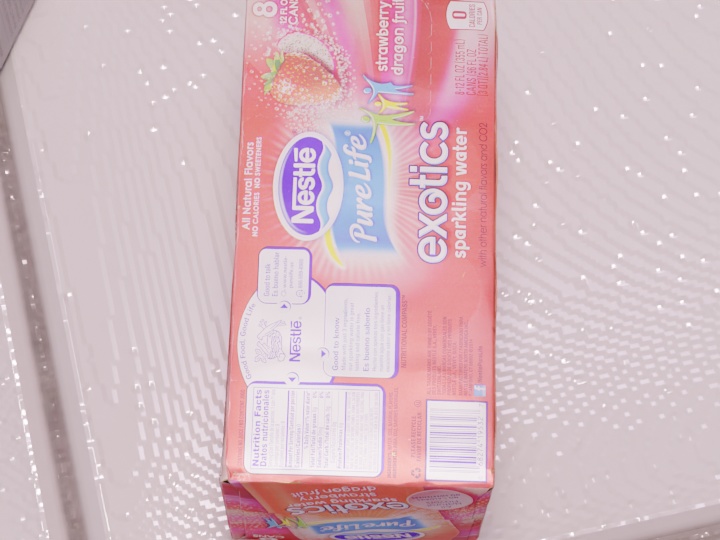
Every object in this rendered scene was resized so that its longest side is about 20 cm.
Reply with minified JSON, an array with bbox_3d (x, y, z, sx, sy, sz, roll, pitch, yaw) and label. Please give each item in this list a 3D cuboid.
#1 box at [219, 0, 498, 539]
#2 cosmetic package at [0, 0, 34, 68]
[{"bbox_3d":[0.000,0.000,0.852,0.102,0.095,0.201,1,69,-2],"label":"box"},{"bbox_3d":[-0.214,-0.067,0.883,0.101,0.074,0.201,22,72,6],"label":"cosmetic package"}]
